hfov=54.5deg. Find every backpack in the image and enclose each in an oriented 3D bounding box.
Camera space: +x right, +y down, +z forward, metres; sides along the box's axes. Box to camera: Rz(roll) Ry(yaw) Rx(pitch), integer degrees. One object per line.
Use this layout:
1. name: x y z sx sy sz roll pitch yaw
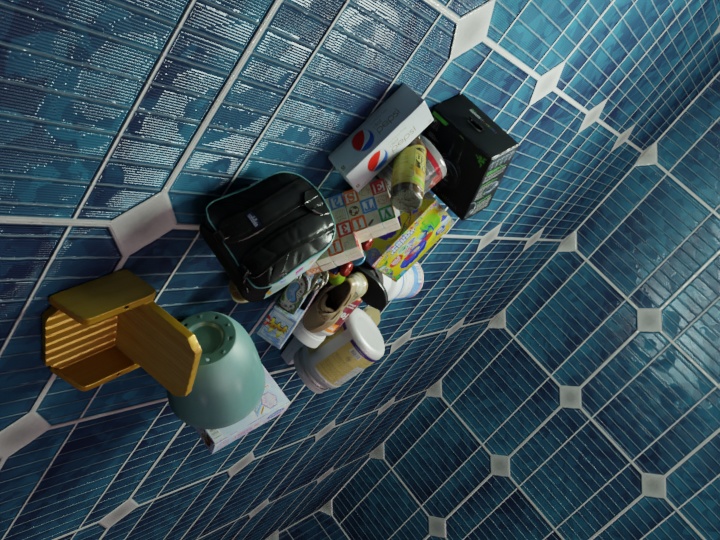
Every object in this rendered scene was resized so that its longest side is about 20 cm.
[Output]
1. backpack: -0.149 -0.061 1.175 0.199 0.177 0.153 -35 175 -21

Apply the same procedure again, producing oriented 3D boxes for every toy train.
1. toy train: -0.056 -0.003 1.420 0.201 0.084 0.116 -51 165 -18

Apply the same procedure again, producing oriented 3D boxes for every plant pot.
1. plant pot: -0.290 0.177 1.357 0.199 0.200 0.162 -32 145 -26

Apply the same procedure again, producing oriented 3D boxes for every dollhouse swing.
1. dollhouse swing: -0.385 0.138 1.125 0.180 0.176 0.201 -24 154 -39

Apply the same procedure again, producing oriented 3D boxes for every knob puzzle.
1. knob puzzle: -0.020 0.163 1.908 0.219 0.030 0.221 -37 156 -20

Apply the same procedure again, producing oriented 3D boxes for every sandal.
1. sandal: 0.000 -0.001 1.541 0.075 0.201 0.048 -26 -162 46

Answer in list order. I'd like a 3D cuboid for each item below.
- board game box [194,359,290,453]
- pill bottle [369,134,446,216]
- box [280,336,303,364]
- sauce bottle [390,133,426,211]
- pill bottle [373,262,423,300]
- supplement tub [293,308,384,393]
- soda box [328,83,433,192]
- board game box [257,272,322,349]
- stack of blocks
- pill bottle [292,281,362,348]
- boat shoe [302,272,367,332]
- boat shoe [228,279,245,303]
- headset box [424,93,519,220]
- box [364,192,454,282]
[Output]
1. board game box: -0.285 0.257 1.493 0.198 0.201 0.041 -23 154 -39
2. pill bottle: 0.071 -0.177 1.427 0.199 0.111 0.111 -40 159 -6
3. box: -0.105 0.172 1.874 0.157 0.041 0.199 -53 156 21
4. sauce bottle: 0.093 -0.208 1.331 0.064 0.202 0.065 5 147 3
5. pill bottle: 0.074 0.022 1.808 0.113 0.112 0.199 -51 156 22
6. supplement tub: -0.054 0.202 1.740 0.199 0.147 0.145 -36 162 19
7. soda box: 0.038 -0.245 1.296 0.200 0.064 0.068 -44 151 1
8. board game box: -0.136 0.063 1.472 0.201 0.061 0.200 -56 -178 31
9. stack of blocks: -0.028 -0.082 1.329 0.197 0.117 0.059 -20 160 5
10. pill bottle: -0.075 0.078 1.644 0.200 0.114 0.114 -49 158 14
11. boat shoe: -0.070 0.072 1.530 0.200 0.072 0.064 -44 163 31
12. boat shoe: -0.178 -0.007 1.379 0.199 0.074 0.066 -35 173 -21
13. headset box: 0.219 -0.243 1.477 0.092 0.174 0.201 -29 156 -31
14. box: 0.086 -0.101 1.584 0.200 0.122 0.192 -45 158 7
